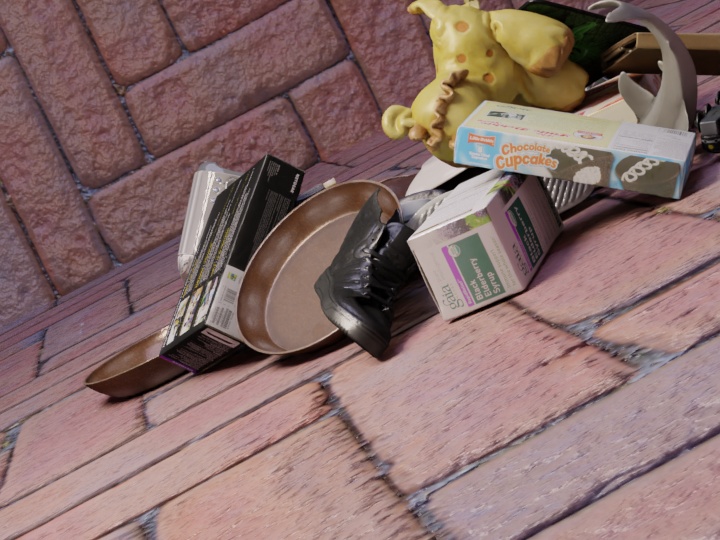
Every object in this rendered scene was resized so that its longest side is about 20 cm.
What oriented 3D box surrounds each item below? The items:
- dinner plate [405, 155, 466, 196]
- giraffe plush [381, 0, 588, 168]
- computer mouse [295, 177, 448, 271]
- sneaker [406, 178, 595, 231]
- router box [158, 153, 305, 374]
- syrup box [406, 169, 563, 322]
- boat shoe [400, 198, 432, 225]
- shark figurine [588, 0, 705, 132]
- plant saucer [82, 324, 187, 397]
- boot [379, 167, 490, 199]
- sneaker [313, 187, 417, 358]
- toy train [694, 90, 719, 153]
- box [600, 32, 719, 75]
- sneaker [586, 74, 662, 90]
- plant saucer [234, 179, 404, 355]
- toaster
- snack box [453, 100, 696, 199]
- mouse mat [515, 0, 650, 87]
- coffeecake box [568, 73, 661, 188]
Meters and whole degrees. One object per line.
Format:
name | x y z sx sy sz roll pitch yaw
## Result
dinner plate | 0.127 -0.139 1.879 0.200 0.024 0.200 -32 5 3
giraffe plush | 0.113 -0.171 1.715 0.172 0.200 0.163 -2 59 42
computer mouse | 0.008 -0.042 1.806 0.200 0.141 0.046 -28 -28 10
sneaker | 0.132 -0.055 1.678 0.199 0.074 0.082 -20 -2 -9
router box | -0.133 -0.006 1.796 0.149 0.051 0.201 -31 37 61
syrup box | 0.113 -0.032 1.520 0.081 0.079 0.200 -23 9 21
boat shoe | 0.000 0.000 1.736 0.200 0.071 0.072 -31 -20 21
shark figurine | 0.281 -0.160 1.602 0.128 0.215 0.090 -5 42 7
plant saucer | -0.213 0.092 1.941 0.200 0.037 0.200 -26 8 4
boot | 0.070 -0.077 1.962 0.199 0.073 0.166 -24 6 -3
sneaker | 0.013 -0.001 1.517 0.104 0.060 0.200 -48 19 5
toy train | 0.355 -0.152 1.627 0.034 0.046 0.200 -3 21 29
box | 0.351 -0.212 1.715 0.199 0.021 0.163 1 -2 -4
sneaker | 0.282 -0.193 1.964 0.080 0.087 0.200 -31 8 -40
plant saucer | -0.032 0.003 1.656 0.200 0.034 0.201 -28 39 26
toaster | -0.144 -0.033 2.003 0.113 0.130 0.200 13 -15 6
snack box | 0.192 -0.109 1.543 0.199 0.037 0.116 10 19 13
mouse mat | 0.197 -0.226 1.802 0.160 0.008 0.200 10 -17 -23
coffeecake box | 0.236 -0.137 1.806 0.153 0.073 0.200 -24 9 22
